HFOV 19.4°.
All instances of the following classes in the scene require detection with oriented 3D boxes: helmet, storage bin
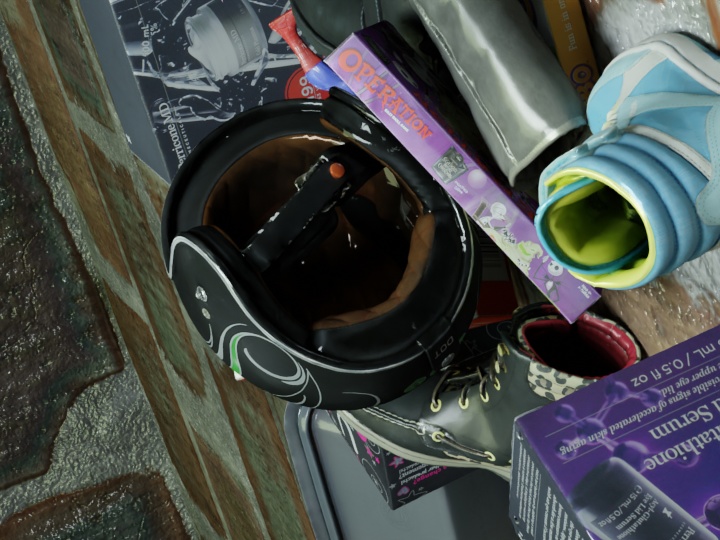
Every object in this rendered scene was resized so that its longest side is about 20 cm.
[{"bbox_3d":[-0.023,-0.012,1.285,0.191,0.200,0.200,165,81,-79],"label":"helmet"},{"bbox_3d":[0.049,0.158,1.674,0.134,0.146,0.200,17,135,36],"label":"storage bin"}]

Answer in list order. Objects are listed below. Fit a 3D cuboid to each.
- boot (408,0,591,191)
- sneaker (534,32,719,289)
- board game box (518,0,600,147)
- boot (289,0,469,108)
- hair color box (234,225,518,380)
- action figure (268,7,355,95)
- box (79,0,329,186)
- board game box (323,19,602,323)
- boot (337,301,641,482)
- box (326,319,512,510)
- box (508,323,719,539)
[{"bbox_3d":[0.058,-0.153,1.126,0.182,0.072,0.200,74,174,-74],"label":"boot"},{"bbox_3d":[0.125,-0.053,1.014,0.080,0.130,0.200,70,167,-17],"label":"sneaker"},{"bbox_3d":[0.097,-0.146,1.189,0.096,0.030,0.201,35,144,64],"label":"board game box"},{"bbox_3d":[0.016,-0.186,1.325,0.198,0.073,0.163,47,160,34],"label":"boot"},{"bbox_3d":[0.000,0.000,1.419,0.064,0.200,0.111,1,-103,-58],"label":"hair color box"},{"bbox_3d":[0.017,-0.105,1.463,0.200,0.052,0.065,56,-152,-9],"label":"action figure"},{"bbox_3d":[-0.099,-0.192,1.514,0.104,0.182,0.200,39,150,61],"label":"box"},{"bbox_3d":[0.065,-0.061,1.207,0.200,0.032,0.120,47,-162,-2],"label":"board game box"},{"bbox_3d":[0.081,0.068,1.346,0.203,0.074,0.154,19,146,11],"label":"boot"},{"bbox_3d":[0.027,0.054,1.545,0.200,0.132,0.115,53,162,44],"label":"box"},{"bbox_3d":[0.186,0.146,1.079,0.200,0.148,0.104,56,162,32],"label":"box"}]
